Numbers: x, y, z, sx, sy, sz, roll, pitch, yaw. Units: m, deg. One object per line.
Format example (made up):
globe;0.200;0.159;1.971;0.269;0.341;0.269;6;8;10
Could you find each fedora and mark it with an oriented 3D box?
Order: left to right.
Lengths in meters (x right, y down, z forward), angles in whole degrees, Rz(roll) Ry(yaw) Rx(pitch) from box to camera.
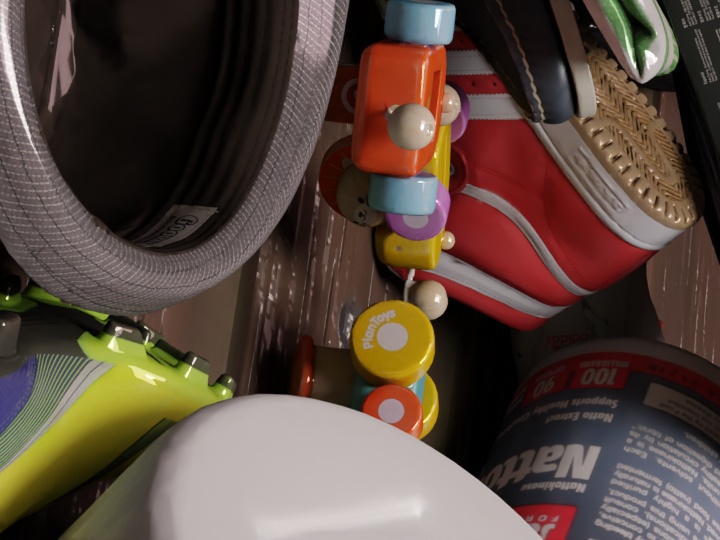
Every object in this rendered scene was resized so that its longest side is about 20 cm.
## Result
fedora;-0.086;-0.083;0.793;0.177;0.090;0.201;38;59;-51

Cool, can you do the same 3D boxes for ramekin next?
ramekin;-0.010;0.130;0.759;0.200;0.098;0.201;30;29;-18

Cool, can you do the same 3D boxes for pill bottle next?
pill bottle;0.089;0.132;1.034;0.120;0.119;0.200;65;33;-30

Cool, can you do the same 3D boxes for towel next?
towel;0.071;-0.138;0.957;0.153;0.023;0.200;59;8;-4

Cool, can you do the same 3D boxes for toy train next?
toy train;0.000;0.000;0.908;0.150;0.055;0.201;-59;155;-74

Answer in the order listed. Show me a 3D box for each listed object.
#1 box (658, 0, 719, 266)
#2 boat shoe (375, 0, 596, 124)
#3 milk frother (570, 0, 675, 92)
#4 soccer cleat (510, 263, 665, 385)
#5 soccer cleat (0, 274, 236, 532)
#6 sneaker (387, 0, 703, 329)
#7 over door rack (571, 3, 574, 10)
box;0.171;-0.007;1.059;0.160;0.043;0.201;68;7;-55
boat shoe;0.019;-0.130;0.947;0.200;0.062;0.075;62;-11;16
milk frother;0.184;-0.185;1.214;0.188;0.180;0.201;14;78;-56
soccer cleat;0.089;0.005;1.120;0.078;0.069;0.200;-58;136;-45
soccer cleat;-0.105;0.048;0.782;0.200;0.065;0.084;10;105;-65
sneaker;0.036;-0.070;1.040;0.071;0.112;0.200;-20;72;-53
over door rack;0.114;-0.211;1.097;0.067;0.147;0.201;-27;100;-60
